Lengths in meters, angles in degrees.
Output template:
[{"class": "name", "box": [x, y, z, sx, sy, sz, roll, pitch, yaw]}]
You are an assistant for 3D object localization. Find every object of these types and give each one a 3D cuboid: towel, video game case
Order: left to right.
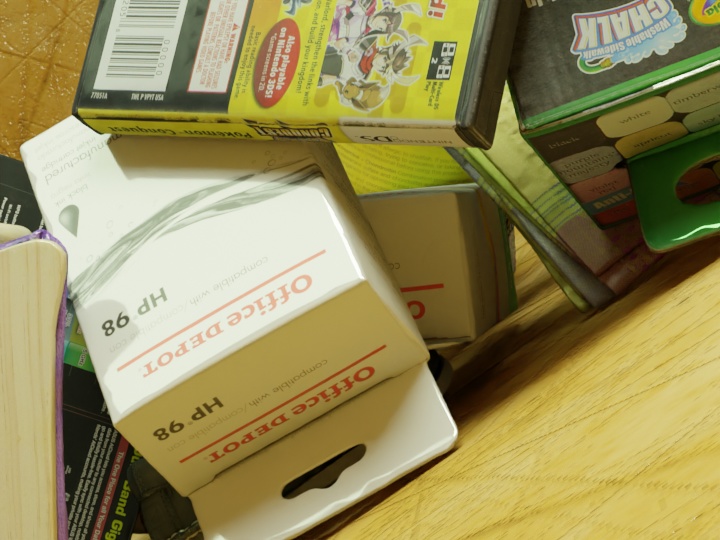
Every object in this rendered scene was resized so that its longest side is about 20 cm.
[{"class": "video game case", "box": [-0.013, -0.147, 0.981, 0.180, 0.201, 0.025, 4, -18, 28]}, {"class": "towel", "box": [0.137, -0.082, 1.085, 0.200, 0.144, 0.023, -37, -36, -7]}]

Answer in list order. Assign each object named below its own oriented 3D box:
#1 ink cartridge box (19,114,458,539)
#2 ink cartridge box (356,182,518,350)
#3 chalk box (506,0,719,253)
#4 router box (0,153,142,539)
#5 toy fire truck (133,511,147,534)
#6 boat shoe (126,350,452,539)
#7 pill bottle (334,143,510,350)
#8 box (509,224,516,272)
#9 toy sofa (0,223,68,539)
[{"class": "ink cartridge box", "box": [-0.051, 0.006, 0.981, 0.116, 0.200, 0.067, -30, -40, 6]}, {"class": "ink cartridge box", "box": [0.000, 0.000, 1.100, 0.117, 0.068, 0.200, -6, 3, 10]}, {"class": "chalk box", "box": [0.123, -0.102, 0.995, 0.124, 0.201, 0.124, -19, -22, 14]}, {"class": "router box", "box": [-0.162, 0.053, 1.088, 0.062, 0.149, 0.201, 153, 135, -71]}, {"class": "toy fire truck", "box": [-0.121, 0.106, 1.230, 0.167, 0.113, 0.200, -14, -4, -10]}, {"class": "boat shoe", "box": [-0.028, 0.067, 1.062, 0.073, 0.062, 0.200, -37, -1, 41]}, {"class": "pill bottle", "box": [0.030, -0.067, 1.243, 0.112, 0.112, 0.201, -38, -33, -52]}, {"class": "box", "box": [-0.019, -0.044, 1.397, 0.199, 0.133, 0.115, -2, 9, 11]}, {"class": "toy sofa", "box": [-0.152, 0.081, 0.983, 0.097, 0.201, 0.083, -3, -2, 8]}]
